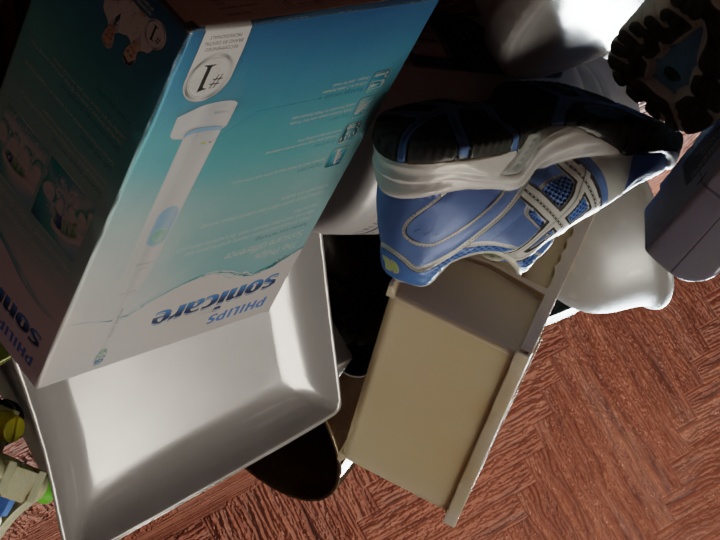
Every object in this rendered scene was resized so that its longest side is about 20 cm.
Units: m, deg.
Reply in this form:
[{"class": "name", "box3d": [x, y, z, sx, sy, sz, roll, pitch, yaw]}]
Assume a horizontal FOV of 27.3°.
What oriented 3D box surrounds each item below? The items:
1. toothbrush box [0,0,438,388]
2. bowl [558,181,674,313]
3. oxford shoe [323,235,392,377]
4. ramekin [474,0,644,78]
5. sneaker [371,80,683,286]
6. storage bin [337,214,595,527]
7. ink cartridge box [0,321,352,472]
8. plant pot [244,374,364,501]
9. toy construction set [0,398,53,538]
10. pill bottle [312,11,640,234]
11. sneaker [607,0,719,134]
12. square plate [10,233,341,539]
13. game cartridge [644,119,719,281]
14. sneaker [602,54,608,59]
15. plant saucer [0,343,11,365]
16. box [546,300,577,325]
[{"class": "toothbrush box", "box3d": [-0.078, -0.058, 0.645, 0.146, 0.085, 0.200, -19, 148, -45]}, {"class": "bowl", "box3d": [0.150, -0.045, 1.132, 0.090, 0.202, 0.201, -25, 169, -5]}, {"class": "oxford shoe", "box3d": [0.000, 0.000, 0.988, 0.072, 0.085, 0.200, -22, 145, -14]}, {"class": "ramekin", "box3d": [0.131, -0.187, 0.714, 0.202, 0.094, 0.202, -28, 169, -6]}, {"class": "sneaker", "box3d": [0.080, -0.045, 0.726, 0.200, 0.076, 0.077, -11, 119, -37]}, {"class": "storage bin", "box3d": [0.078, 0.025, 0.976, 0.199, 0.093, 0.200, -59, 169, -38]}, {"class": "ink cartridge box", "box3d": [-0.133, 0.060, 0.999, 0.200, 0.145, 0.147, -26, 169, -20]}, {"class": "plant pot", "box3d": [-0.025, 0.066, 1.301, 0.200, 0.187, 0.187, -41, 177, -33]}, {"class": "toy construction set", "box3d": [-0.275, 0.129, 0.923, 0.131, 0.199, 0.092, -68, 161, -8]}, {"class": "pill bottle", "box3d": [0.054, -0.080, 0.815, 0.200, 0.120, 0.120, -1, 153, -37]}, {"class": "sneaker", "box3d": [0.180, -0.144, 0.655, 0.090, 0.078, 0.200, -47, 178, -26]}, {"class": "square plate", "box3d": [-0.103, 0.046, 0.848, 0.198, 0.028, 0.200, -27, 131, -26]}, {"class": "game cartridge", "box3d": [0.203, -0.085, 0.676, 0.200, 0.041, 0.133, -53, -177, 17]}, {"class": "sneaker", "box3d": [0.149, -0.170, 0.912, 0.200, 0.074, 0.082, -31, 161, -7]}, {"class": "plant saucer", "box3d": [-0.210, 0.006, 0.811, 0.200, 0.048, 0.200, -30, 169, -6]}, {"class": "box", "box3d": [0.099, -0.020, 1.205, 0.049, 0.160, 0.200, -35, 170, 36]}]
